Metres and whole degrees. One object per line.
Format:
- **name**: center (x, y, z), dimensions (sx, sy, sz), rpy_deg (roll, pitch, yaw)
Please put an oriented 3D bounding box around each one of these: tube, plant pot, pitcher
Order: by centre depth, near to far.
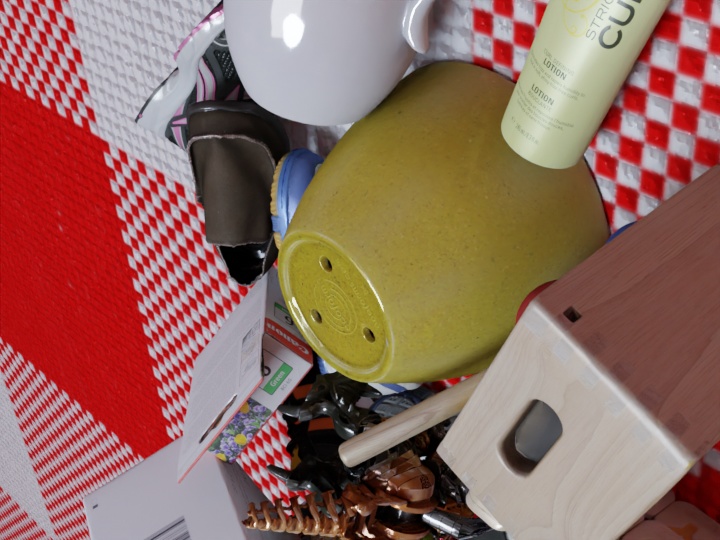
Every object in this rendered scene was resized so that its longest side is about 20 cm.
- **tube**: center (0.124, -0.140, 0.567), dimensions (0.058, 0.052, 0.201), rpy_deg (14, 136, -7)
- **pitcher**: center (0.006, -0.176, 0.636), dimensions (0.171, 0.121, 0.201), rpy_deg (35, 130, 26)
- **plant pot**: center (0.032, -0.010, 0.707), dimensions (0.199, 0.142, 0.201), rpy_deg (33, 139, 34)

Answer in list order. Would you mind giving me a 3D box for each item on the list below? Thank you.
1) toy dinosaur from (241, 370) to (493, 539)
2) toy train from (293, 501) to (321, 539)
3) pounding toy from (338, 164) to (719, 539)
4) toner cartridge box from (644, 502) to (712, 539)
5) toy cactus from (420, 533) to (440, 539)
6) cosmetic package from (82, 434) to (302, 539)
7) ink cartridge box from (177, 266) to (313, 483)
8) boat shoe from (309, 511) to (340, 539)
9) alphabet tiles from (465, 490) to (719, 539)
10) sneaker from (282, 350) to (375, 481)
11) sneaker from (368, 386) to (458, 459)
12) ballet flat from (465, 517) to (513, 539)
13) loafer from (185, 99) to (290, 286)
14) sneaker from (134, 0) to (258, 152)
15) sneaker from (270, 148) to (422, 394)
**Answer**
- **toy dinosaur**: center (0.016, 0.125, 0.703), dimensions (0.135, 0.199, 0.103), rpy_deg (33, 96, 42)
- **toy train**: center (-0.013, 0.312, 1.059), dimensions (0.200, 0.114, 0.085), rpy_deg (50, 147, 13)
- **pounding toy**: center (0.117, 0.061, 0.612), dimensions (0.142, 0.184, 0.201), rpy_deg (47, 146, 17)
- **toner cartridge box**: center (0.205, 0.207, 0.677), dimensions (0.199, 0.095, 0.043), rpy_deg (34, 120, 26)
- **toy cactus**: center (0.090, 0.275, 0.936), dimensions (0.200, 0.102, 0.165), rpy_deg (49, 165, 9)
- **cosmetic package**: center (-0.100, 0.268, 0.888), dimensions (0.201, 0.122, 0.200), rpy_deg (61, 178, -41)
- **ink cartridge box**: center (-0.086, 0.085, 0.880), dimensions (0.050, 0.200, 0.109), rpy_deg (35, 107, -16)
- **boat shoe**: center (-0.018, 0.242, 0.914), dimensions (0.073, 0.063, 0.200), rpy_deg (34, 174, 5)
- **alphabet tiles**: center (0.159, 0.172, 0.649), dimensions (0.200, 0.195, 0.015), rpy_deg (37, 122, 30)
- **sneaker**: center (-0.038, 0.133, 0.967), dimensions (0.200, 0.090, 0.070), rpy_deg (42, 144, 24)
- **sneaker**: center (0.085, 0.142, 0.847), dimensions (0.199, 0.075, 0.087), rpy_deg (12, 141, 54)
- **ballet flat**: center (0.160, 0.200, 0.791), dimensions (0.199, 0.068, 0.069), rpy_deg (20, 122, 31)
- **loafer**: center (-0.087, -0.053, 0.855), dimensions (0.072, 0.072, 0.200), rpy_deg (0, 150, 7)
- **sneaker**: center (-0.092, -0.144, 0.846), dimensions (0.086, 0.081, 0.200), rpy_deg (39, 149, -9)
- **sneaker**: center (0.000, 0.000, 0.843), dimensions (0.088, 0.075, 0.201), rpy_deg (-4, 116, 35)
